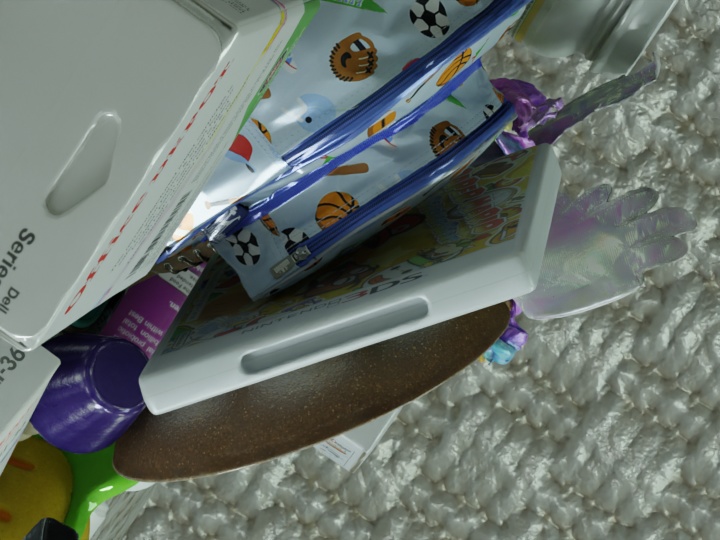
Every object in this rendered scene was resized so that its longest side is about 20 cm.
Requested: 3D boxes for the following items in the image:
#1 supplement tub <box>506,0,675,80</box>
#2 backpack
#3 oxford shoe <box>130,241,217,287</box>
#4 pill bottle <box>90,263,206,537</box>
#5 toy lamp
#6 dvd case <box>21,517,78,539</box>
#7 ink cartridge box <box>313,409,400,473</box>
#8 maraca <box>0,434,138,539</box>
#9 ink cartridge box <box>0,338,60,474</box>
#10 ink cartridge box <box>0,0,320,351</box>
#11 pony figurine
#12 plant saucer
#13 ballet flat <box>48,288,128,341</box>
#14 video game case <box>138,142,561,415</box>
[{"bbox_3d":[0.092,-0.206,1.630,0.146,0.200,0.145,-55,178,-3],"label":"supplement tub"},{"bbox_3d":[-0.016,-0.090,1.356,0.190,0.154,0.200,-40,-173,34],"label":"backpack"},{"bbox_3d":[-0.108,-0.020,1.596,0.200,0.084,0.073,-55,180,14],"label":"oxford shoe"},{"bbox_3d":[-0.135,0.052,1.692,0.200,0.112,0.112,-56,178,-5],"label":"pill bottle"},{"bbox_3d":[-0.158,0.069,1.418,0.200,0.058,0.058,-25,-156,55],"label":"toy lamp"},{"bbox_3d":[-0.198,0.226,1.386,0.200,0.025,0.150,-49,-157,29],"label":"dvd case"},{"bbox_3d":[-0.032,-0.009,1.810,0.176,0.200,0.084,-54,178,-14],"label":"ink cartridge box"},{"bbox_3d":[-0.189,0.132,1.553,0.200,0.107,0.137,-44,-141,-10],"label":"maraca"},{"bbox_3d":[-0.202,0.086,1.324,0.117,0.067,0.200,-53,177,-37],"label":"ink cartridge box"},{"bbox_3d":[-0.100,-0.063,1.162,0.145,0.084,0.200,-56,178,11],"label":"ink cartridge box"},{"bbox_3d":[0.059,-0.044,1.547,0.193,0.200,0.167,-33,-148,28],"label":"pony figurine"},{"bbox_3d":[-0.029,0.039,1.406,0.200,0.037,0.200,-20,-168,4],"label":"plant saucer"},{"bbox_3d":[-0.131,-0.023,1.484,0.074,0.074,0.200,-58,175,38],"label":"ballet flat"},{"bbox_3d":[0.000,0.000,1.388,0.182,0.023,0.200,-18,-167,12],"label":"video game case"}]
